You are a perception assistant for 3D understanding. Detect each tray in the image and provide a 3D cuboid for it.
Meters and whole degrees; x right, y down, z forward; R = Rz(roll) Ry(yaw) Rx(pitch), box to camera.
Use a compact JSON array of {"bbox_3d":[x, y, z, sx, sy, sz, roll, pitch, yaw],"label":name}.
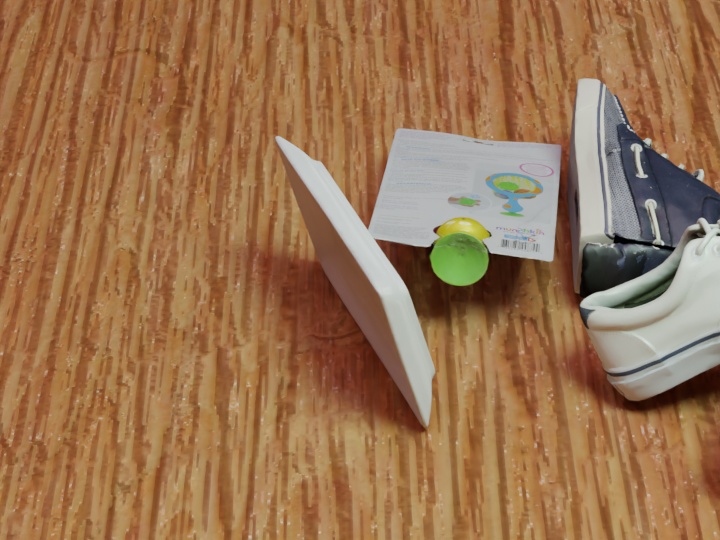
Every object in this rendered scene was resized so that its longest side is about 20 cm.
[{"bbox_3d":[0.000,0.000,1.261,0.022,0.108,0.200,-25,36,-6],"label":"tray"}]

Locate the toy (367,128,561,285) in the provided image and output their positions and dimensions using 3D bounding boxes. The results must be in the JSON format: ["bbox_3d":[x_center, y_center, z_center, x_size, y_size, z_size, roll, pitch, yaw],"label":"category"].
[{"bbox_3d":[0.069,-0.037,1.351,0.115,0.047,0.200,7,21,4],"label":"toy"}]

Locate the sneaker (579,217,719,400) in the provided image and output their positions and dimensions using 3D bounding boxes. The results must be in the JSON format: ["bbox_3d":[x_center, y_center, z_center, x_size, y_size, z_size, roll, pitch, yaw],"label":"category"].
[{"bbox_3d":[0.215,0.002,1.177,0.200,0.071,0.073,-31,16,17],"label":"sneaker"}]

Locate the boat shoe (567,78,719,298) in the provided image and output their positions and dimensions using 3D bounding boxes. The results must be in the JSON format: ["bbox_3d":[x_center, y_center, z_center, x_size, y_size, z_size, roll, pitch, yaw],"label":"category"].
[{"bbox_3d":[0.184,-0.053,1.353,0.092,0.075,0.200,2,42,2],"label":"boat shoe"}]
